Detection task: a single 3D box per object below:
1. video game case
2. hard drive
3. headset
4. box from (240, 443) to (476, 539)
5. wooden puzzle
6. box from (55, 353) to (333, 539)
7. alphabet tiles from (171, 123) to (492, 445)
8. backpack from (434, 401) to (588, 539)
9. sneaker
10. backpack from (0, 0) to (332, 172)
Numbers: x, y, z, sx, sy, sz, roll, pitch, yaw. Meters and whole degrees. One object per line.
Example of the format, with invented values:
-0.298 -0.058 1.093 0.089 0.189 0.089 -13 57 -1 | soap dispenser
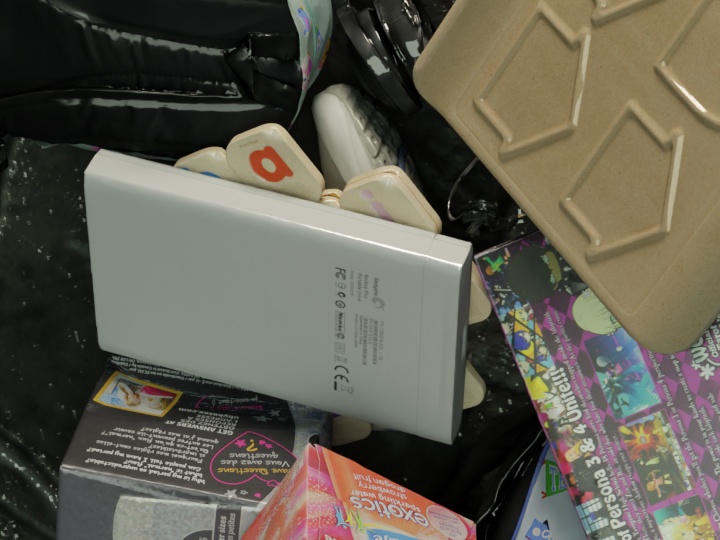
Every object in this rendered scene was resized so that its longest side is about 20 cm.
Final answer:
0.174 0.050 1.245 0.180 0.036 0.201 -24 84 10 | video game case
-0.042 0.014 1.315 0.199 0.027 0.132 14 137 13 | hard drive
0.049 -0.118 1.324 0.123 0.094 0.201 -8 92 9 | headset
-0.034 0.199 1.273 0.102 0.095 0.200 28 118 -15 | box
0.137 -0.092 1.199 0.200 0.046 0.186 48 122 25 | wooden puzzle
-0.092 0.167 1.380 0.131 0.115 0.201 10 122 4 | box
-0.029 0.010 1.334 0.199 0.015 0.196 -19 121 39 | alphabet tiles
0.105 0.166 1.351 0.153 0.200 0.192 17 100 -3 | backpack
0.000 0.000 1.375 0.087 0.075 0.201 -11 103 14 | sneaker
-0.115 -0.134 1.321 0.199 0.127 0.168 9 126 6 | backpack
